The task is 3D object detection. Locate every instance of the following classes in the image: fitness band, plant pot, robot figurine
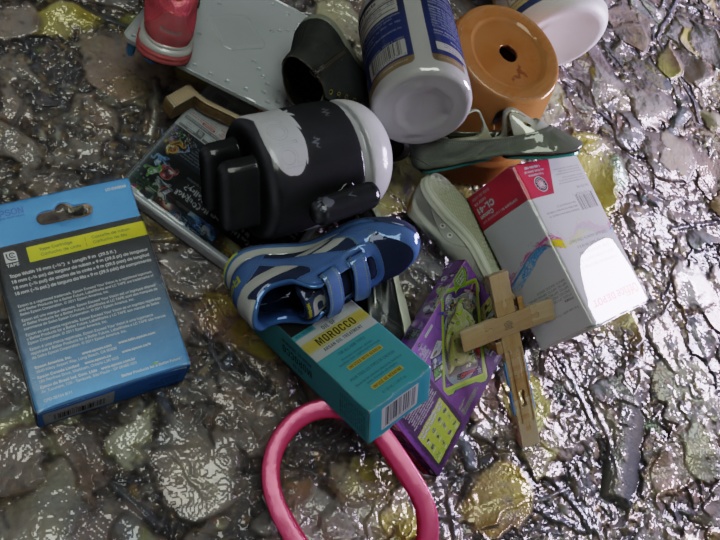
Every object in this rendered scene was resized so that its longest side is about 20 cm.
[{"bbox_3d":[-0.011,0.221,0.749,0.143,0.037,0.201,-34,85,-9],"label":"fitness band"},{"bbox_3d":[0.153,-0.230,0.967,0.196,0.140,0.204,8,65,-17],"label":"plant pot"},{"bbox_3d":[-0.061,-0.101,0.786,0.197,0.125,0.152,-18,79,-29],"label":"robot figurine"}]

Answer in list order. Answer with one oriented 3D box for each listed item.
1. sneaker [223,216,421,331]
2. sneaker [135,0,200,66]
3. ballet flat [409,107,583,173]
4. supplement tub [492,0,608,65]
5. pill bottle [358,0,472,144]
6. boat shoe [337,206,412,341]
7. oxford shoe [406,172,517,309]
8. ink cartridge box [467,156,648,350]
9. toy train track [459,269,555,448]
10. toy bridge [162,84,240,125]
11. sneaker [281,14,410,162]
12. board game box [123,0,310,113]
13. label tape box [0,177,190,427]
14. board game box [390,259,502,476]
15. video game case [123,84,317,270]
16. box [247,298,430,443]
[{"bbox_3d":[-0.030,0.009,0.750,0.197,0.075,0.083,-17,39,-7],"label":"sneaker"},{"bbox_3d":[-0.198,-0.313,0.838,0.073,0.087,0.203,8,51,-24],"label":"sneaker"},{"bbox_3d":[0.153,-0.152,0.879,0.196,0.068,0.065,-6,108,5],"label":"ballet flat"},{"bbox_3d":[0.248,-0.401,1.071,0.142,0.145,0.204,-2,69,-21],"label":"supplement tub"},{"bbox_3d":[0.055,-0.251,0.864,0.109,0.111,0.203,5,56,-18],"label":"pill bottle"},{"bbox_3d":[0.000,0.000,0.851,0.067,0.072,0.203,-6,73,-26],"label":"boat shoe"},{"bbox_3d":[0.127,-0.027,0.922,0.200,0.057,0.075,47,35,-12],"label":"oxford shoe"},{"bbox_3d":[0.234,-0.026,0.917,0.146,0.085,0.203,-13,76,-44],"label":"ink cartridge box"},{"bbox_3d":[0.165,0.097,0.859,0.113,0.032,0.204,-17,103,-14],"label":"toy train track"},{"bbox_3d":[-0.130,-0.125,0.856,0.067,0.027,0.201,-38,84,-30],"label":"toy bridge"},{"bbox_3d":[-0.018,-0.183,0.886,0.200,0.074,0.107,47,38,-23],"label":"sneaker"},{"bbox_3d":[-0.148,-0.270,0.910,0.197,0.026,0.202,25,47,-9],"label":"board game box"},{"bbox_3d":[-0.263,0.027,0.746,0.142,0.063,0.203,-15,74,-25],"label":"label tape box"},{"bbox_3d":[0.091,0.102,0.839,0.201,0.032,0.121,-54,125,-30],"label":"board game box"},{"bbox_3d":[-0.136,-0.094,0.870,0.199,0.023,0.183,36,60,-4],"label":"video game case"},{"bbox_3d":[-0.026,0.073,0.770,0.082,0.050,0.199,-30,50,-29],"label":"box"}]
